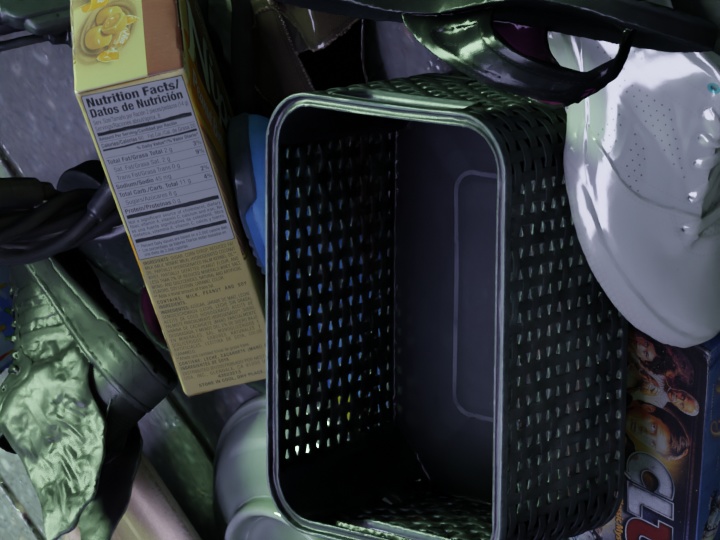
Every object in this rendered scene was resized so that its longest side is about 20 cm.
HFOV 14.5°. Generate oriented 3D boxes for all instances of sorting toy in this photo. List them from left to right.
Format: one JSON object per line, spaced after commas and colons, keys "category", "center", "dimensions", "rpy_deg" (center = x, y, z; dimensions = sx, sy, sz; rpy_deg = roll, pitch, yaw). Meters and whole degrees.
{"category": "sorting toy", "center": [-0.101, 0.190, 1.613], "dimensions": [0.185, 0.036, 0.200], "rpy_deg": [55, 159, 10]}

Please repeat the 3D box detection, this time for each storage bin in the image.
{"category": "storage bin", "center": [0.038, 0.020, 1.252], "dimensions": [0.135, 0.094, 0.200], "rpy_deg": [10, 104, 40]}

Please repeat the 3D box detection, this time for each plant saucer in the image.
{"category": "plant saucer", "center": [-0.020, 0.162, 1.523], "dimensions": [0.200, 0.050, 0.200], "rpy_deg": [28, 134, 34]}

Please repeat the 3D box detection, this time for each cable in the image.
{"category": "cable", "center": [-0.162, -0.075, 1.415], "dimensions": [0.051, 0.200, 0.163], "rpy_deg": [-117, 15, -47]}

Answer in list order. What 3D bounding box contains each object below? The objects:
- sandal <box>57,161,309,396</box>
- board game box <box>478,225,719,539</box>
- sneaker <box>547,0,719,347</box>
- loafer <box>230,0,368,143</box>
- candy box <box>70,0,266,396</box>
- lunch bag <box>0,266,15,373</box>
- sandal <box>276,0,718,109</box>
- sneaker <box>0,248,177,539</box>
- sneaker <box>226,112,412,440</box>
{"category": "sandal", "center": [-0.097, 0.014, 1.491], "dimensions": [0.200, 0.048, 0.075], "rpy_deg": [32, 136, 32]}
{"category": "board game box", "center": [0.114, 0.082, 1.322], "dimensions": [0.135, 0.035, 0.200], "rpy_deg": [27, 134, 34]}
{"category": "sneaker", "center": [0.133, -0.061, 1.174], "dimensions": [0.088, 0.075, 0.200], "rpy_deg": [-4, 112, 37]}
{"category": "loafer", "center": [-0.020, -0.139, 1.296], "dimensions": [0.071, 0.073, 0.200], "rpy_deg": [26, 143, 30]}
{"category": "candy box", "center": [-0.086, -0.051, 1.348], "dimensions": [0.115, 0.055, 0.200], "rpy_deg": [-99, -6, -47]}
{"category": "lunch bag", "center": [-0.298, -0.005, 1.620], "dimensions": [0.200, 0.170, 0.127], "rpy_deg": [54, 140, 5]}
{"category": "sandal", "center": [0.052, -0.092, 1.132], "dimensions": [0.200, 0.075, 0.048], "rpy_deg": [10, 88, 33]}
{"category": "sneaker", "center": [-0.170, 0.056, 1.540], "dimensions": [0.200, 0.104, 0.060], "rpy_deg": [46, -173, 38]}
{"category": "sneaker", "center": [0.000, 0.000, 1.355], "dimensions": [0.078, 0.066, 0.200], "rpy_deg": [-18, 120, 15]}
